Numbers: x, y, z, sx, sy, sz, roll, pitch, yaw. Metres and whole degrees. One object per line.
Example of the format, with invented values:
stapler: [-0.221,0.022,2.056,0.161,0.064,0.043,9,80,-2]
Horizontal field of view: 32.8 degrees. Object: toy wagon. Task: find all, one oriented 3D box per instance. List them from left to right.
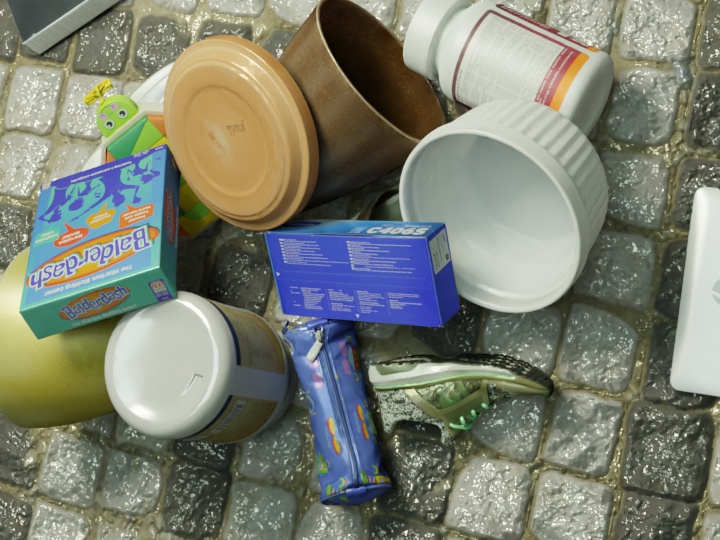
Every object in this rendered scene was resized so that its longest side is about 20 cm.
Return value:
toy wagon: [-0.227,-0.123,1.344,0.154,0.200,0.040,-36,31,11]

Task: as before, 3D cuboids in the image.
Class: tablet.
tablet: [0.376,0.024,1.183,0.128,0.014,0.203,7,85,21]

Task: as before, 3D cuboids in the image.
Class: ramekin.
ramekin: [0.146,-0.070,1.190,0.198,0.105,0.202,22,133,26]

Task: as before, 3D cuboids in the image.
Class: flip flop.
flip flop: [0.030,-0.047,1.295,0.199,0.057,0.082,-37,72,12]

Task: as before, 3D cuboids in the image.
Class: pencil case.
pencil case: [-0.025,0.143,1.275,0.077,0.087,0.203,-14,78,1]

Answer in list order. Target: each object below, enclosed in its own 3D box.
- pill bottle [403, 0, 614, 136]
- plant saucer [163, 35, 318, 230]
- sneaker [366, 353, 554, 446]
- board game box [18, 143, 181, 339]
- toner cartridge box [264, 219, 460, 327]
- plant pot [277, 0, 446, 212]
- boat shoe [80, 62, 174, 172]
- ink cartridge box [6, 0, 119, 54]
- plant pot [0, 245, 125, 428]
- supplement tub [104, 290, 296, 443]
pill bottle: [0.149,-0.207,1.247,0.199,0.109,0.111,30,93,22]
plant saucer: [-0.128,-0.135,1.238,0.198,0.032,0.203,19,123,31]
sneaker: [0.103,0.133,1.246,0.197,0.077,0.090,-1,95,25]
board game box: [-0.261,-0.034,1.248,0.150,0.045,0.201,-17,42,8]
toner cartridge box: [0.000,0.000,1.238,0.198,0.043,0.096,4,114,34]
plant pot: [-0.043,-0.149,1.288,0.199,0.186,0.188,-39,71,28]
boat shoe: [-0.245,-0.150,1.399,0.065,0.074,0.202,44,102,14]
ink cartridge box: [-0.359,-0.402,1.497,0.198,0.043,0.200,-28,74,13]
plant pot: [-0.288,0.076,1.323,0.140,0.200,0.203,3,84,17]
supplement tub: [-0.158,0.105,1.267,0.142,0.200,0.147,-3,79,19]
